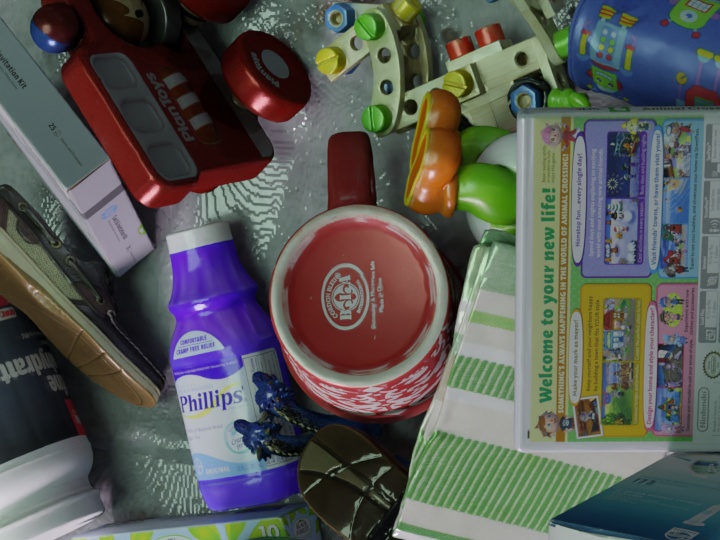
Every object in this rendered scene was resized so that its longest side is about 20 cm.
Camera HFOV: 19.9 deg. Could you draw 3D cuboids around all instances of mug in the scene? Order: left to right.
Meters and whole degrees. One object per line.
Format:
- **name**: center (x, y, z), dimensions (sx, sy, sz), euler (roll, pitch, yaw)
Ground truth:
- **mug**: center (-0.008, 0.009, 1.297), dimensions (0.133, 0.200, 0.178), euler (-35, 83, 0)

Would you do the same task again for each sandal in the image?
- **sandal**: center (0.035, 0.180, 1.324), dimensions (0.200, 0.055, 0.082), euler (43, 97, 28)

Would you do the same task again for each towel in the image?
- **towel**: center (0.113, 0.086, 1.228), dimensions (0.151, 0.023, 0.202), euler (15, 109, -7)

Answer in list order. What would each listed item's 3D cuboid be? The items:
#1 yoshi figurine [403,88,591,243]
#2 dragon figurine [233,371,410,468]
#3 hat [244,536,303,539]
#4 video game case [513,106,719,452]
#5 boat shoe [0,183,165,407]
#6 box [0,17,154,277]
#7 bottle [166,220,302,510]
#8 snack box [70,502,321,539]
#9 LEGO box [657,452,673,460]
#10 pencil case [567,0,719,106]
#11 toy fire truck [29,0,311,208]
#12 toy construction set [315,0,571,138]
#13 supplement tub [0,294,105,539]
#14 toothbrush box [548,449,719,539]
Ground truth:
- **yoshi figurine**: center (0.132, -0.062, 1.226), dimensions (0.198, 0.112, 0.113), euler (15, 77, -5)
- **dragon figurine**: center (0.002, 0.141, 1.398), dimensions (0.200, 0.099, 0.059), euler (41, 118, 21)
- **hat**: center (-0.078, 0.220, 1.453), dimensions (0.198, 0.176, 0.167), euler (19, 108, -13)
- **video game case**: center (0.178, 0.007, 1.170), dimensions (0.180, 0.022, 0.202), euler (0, 106, 1)
- **boat shoe**: center (-0.211, 0.017, 1.517), dimensions (0.200, 0.065, 0.073), euler (46, 153, -14)
- **box**: center (-0.218, -0.091, 1.455), dimensions (0.041, 0.200, 0.156), euler (-36, 74, -9)
- **bottle**: center (-0.094, 0.067, 1.468), dimensions (0.083, 0.065, 0.202), euler (-12, 92, 35)
- **snack box**: center (-0.112, 0.252, 1.518), dimensions (0.198, 0.053, 0.144), euler (-10, 91, 32)
- **LEGO box**: center (0.202, 0.103, 1.275), dimensions (0.148, 0.077, 0.202), euler (-9, 93, 34)
- **pencil case**: center (0.223, -0.122, 1.224), dimensions (0.199, 0.087, 0.078), euler (22, 148, 29)
- **toy fire truck**: center (-0.142, -0.140, 1.403), dimensions (0.112, 0.167, 0.201), euler (-39, 77, 31)
- **toy construction set**: center (0.066, -0.145, 1.322), dimensions (0.199, 0.092, 0.132), euler (-23, 85, 44)
- **supplement tub**: center (-0.287, 0.115, 1.557), dimensions (0.140, 0.140, 0.201), euler (-28, 83, 33)
- **toothbrush box**: center (0.181, 0.189, 1.138), dimensions (0.085, 0.199, 0.148), euler (8, 103, 32)
